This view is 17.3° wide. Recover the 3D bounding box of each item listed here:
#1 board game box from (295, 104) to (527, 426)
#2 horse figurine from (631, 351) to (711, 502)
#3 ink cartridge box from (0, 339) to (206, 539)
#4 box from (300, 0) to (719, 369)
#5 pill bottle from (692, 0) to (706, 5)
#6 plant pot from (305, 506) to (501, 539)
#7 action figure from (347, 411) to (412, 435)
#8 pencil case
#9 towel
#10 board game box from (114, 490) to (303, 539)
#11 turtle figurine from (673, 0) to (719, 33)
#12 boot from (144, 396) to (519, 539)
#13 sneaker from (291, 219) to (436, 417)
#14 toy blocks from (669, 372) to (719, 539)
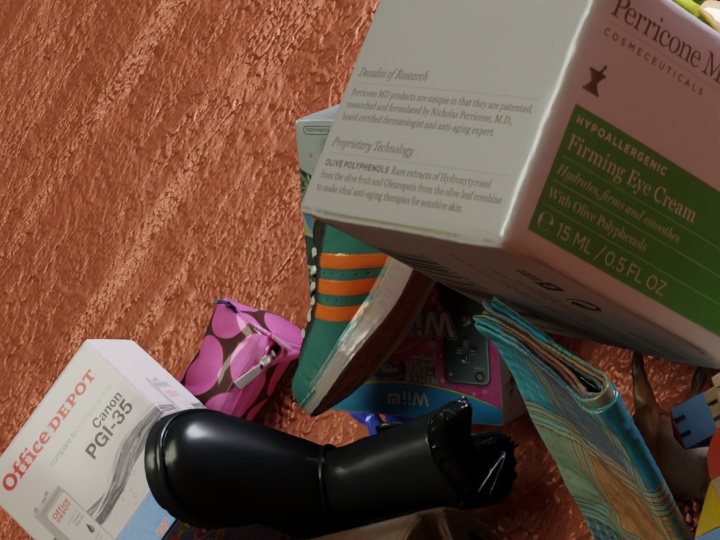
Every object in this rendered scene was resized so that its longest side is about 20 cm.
[{"bbox_3d":[0.041,-0.006,1.568,0.147,0.064,0.202,3,105,31],"label":"board game box"},{"bbox_3d":[0.213,0.096,1.394,0.199,0.050,0.134,11,89,50],"label":"horse figurine"},{"bbox_3d":[-0.159,0.167,1.735,0.200,0.083,0.147,41,101,18],"label":"ink cartridge box"},{"bbox_3d":[0.116,-0.065,1.364,0.199,0.198,0.172,11,77,53],"label":"box"},{"bbox_3d":[0.132,-0.209,1.567,0.111,0.199,0.112,172,90,-67],"label":"pill bottle"},{"bbox_3d":[-0.004,0.247,1.481,0.197,0.200,0.202,-23,49,35],"label":"plant pot"},{"bbox_3d":[0.029,0.120,1.641,0.066,0.051,0.201,-51,34,26],"label":"action figure"},{"bbox_3d":[-0.118,0.120,1.811,0.201,0.090,0.094,-62,31,7],"label":"pencil case"},{"bbox_3d":[0.141,0.117,1.362,0.022,0.201,0.147,-35,31,-11],"label":"towel"},{"bbox_3d":[-0.100,0.210,1.619,0.037,0.199,0.152,44,105,33],"label":"board game box"},{"bbox_3d":[0.223,-0.157,1.490,0.201,0.160,0.065,-92,23,-46],"label":"turtle figurine"},{"bbox_3d":[-0.014,0.118,1.488,0.167,0.200,0.077,-19,63,35],"label":"boot"},{"bbox_3d":[0.000,0.000,1.518,0.080,0.071,0.201,40,115,19],"label":"sneaker"},{"bbox_3d":[0.238,0.123,1.288,0.136,0.100,0.201,-33,70,38],"label":"toy blocks"}]
